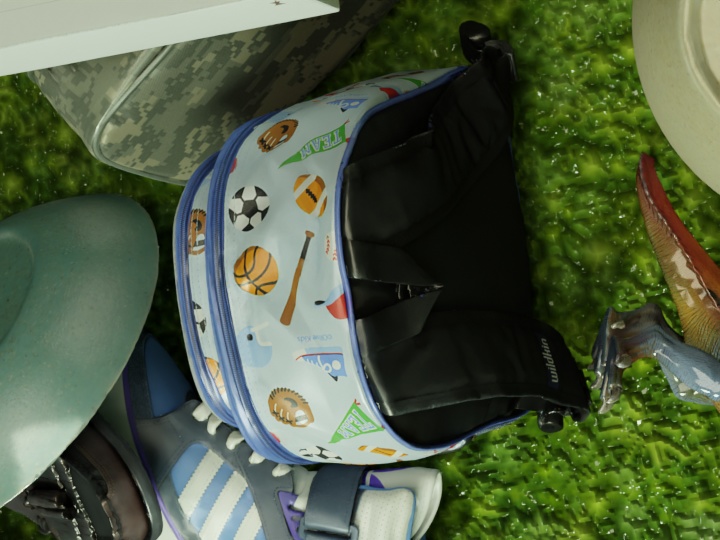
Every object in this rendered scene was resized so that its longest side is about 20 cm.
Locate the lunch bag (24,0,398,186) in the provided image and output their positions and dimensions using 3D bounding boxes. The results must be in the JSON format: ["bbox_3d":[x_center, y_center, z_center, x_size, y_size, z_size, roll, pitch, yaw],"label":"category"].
[{"bbox_3d":[-0.088,-0.161,1.112,0.200,0.139,0.168,-48,62,17],"label":"lunch bag"}]

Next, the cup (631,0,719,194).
[{"bbox_3d":[0.200,-0.107,1.000,0.199,0.143,0.202,2,97,20],"label":"cup"}]

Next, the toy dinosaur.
[{"bbox_3d":[0.197,0.060,1.055,0.180,0.105,0.201,12,88,-2],"label":"toy dinosaur"}]

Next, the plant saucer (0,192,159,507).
[{"bbox_3d":[-0.184,0.034,1.143,0.201,0.202,0.039,-34,125,21],"label":"plant saucer"}]

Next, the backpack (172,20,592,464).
[{"bbox_3d":[0.000,0.000,1.062,0.153,0.190,0.201,-13,92,21],"label":"backpack"}]

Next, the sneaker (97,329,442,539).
[{"bbox_3d":[-0.034,0.101,1.152,0.146,0.081,0.201,-22,84,12],"label":"sneaker"}]

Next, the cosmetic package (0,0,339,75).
[{"bbox_3d":[-0.110,-0.172,1.015,0.199,0.052,0.152,-7,81,27],"label":"cosmetic package"}]

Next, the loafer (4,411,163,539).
[{"bbox_3d":[-0.163,0.099,1.148,0.200,0.063,0.072,23,132,56],"label":"loafer"}]
